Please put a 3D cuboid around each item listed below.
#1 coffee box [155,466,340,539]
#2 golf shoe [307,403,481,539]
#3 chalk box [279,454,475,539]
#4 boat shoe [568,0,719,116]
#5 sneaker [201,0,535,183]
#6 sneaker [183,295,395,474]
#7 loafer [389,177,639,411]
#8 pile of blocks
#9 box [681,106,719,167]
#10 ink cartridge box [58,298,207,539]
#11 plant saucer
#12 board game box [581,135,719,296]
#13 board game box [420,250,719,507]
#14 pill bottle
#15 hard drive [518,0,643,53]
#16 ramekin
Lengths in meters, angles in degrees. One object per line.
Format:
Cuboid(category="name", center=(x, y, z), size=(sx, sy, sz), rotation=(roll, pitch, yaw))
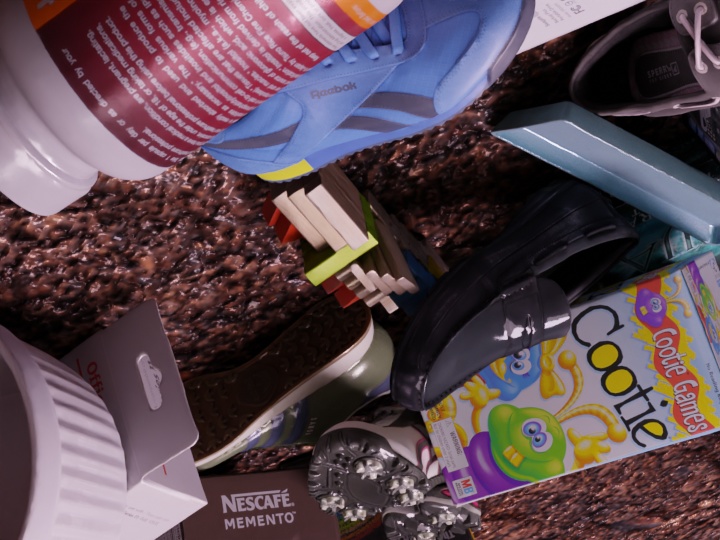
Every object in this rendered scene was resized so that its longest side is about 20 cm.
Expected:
Cuboid(category="coffee box", center=(-0.105, 0.204, 0.989), size=(0.114, 0.080, 0.200), rotation=(-1, 160, -29))
Cuboid(category="golf shoe", center=(0.018, 0.126, 0.946), size=(0.077, 0.089, 0.200), rotation=(-16, 154, 18))
Cuboid(category="chalk box", center=(0.028, 0.241, 1.060), size=(0.124, 0.201, 0.124), rotation=(-17, 144, -7))
Cuboid(category="boat shoe", center=(0.171, -0.113, 0.738), size=(0.057, 0.067, 0.200), rotation=(-18, 180, -14))
Cuboid(category="sneaker", center=(-0.010, -0.102, 0.683), size=(0.199, 0.066, 0.078), rotation=(-21, 149, 34))
Cuboid(category="sneaker", center=(-0.060, 0.100, 0.945), size=(0.200, 0.067, 0.090), rotation=(-32, 138, 7))
Cuboid(category="loafer", center=(0.095, 0.017, 0.838), size=(0.200, 0.070, 0.068), rotation=(-41, 150, -30))
Cuboid(category="pile of blocks", center=(0.000, 0.000, 0.841), size=(0.062, 0.082, 0.200), rotation=(-34, 143, 14))
Cuboid(category="box", center=(0.248, -0.078, 0.778), size=(0.050, 0.201, 0.158), rotation=(-27, 145, -2))
Cuboid(category="ink cartridge box", center=(-0.172, 0.121, 0.868), size=(0.199, 0.118, 0.067), rotation=(-35, 144, 16))
Cuboid(category="plant saucer", center=(0.177, -0.058, 0.861), size=(0.199, 0.019, 0.070), rotation=(24, 167, -29))
Cuboid(category="board game box", center=(0.232, -0.041, 0.964), size=(0.199, 0.028, 0.135), rotation=(-26, 144, 5))
Cuboid(category="board game box", center=(0.149, 0.072, 0.927), size=(0.199, 0.104, 0.105), rotation=(-21, 178, 25))
Cuboid(category="pill bottle", center=(-0.087, -0.114, 0.623), size=(0.199, 0.113, 0.113), rotation=(-34, 143, 13))
Cuboid(category="hard drive", center=(0.120, -0.169, 0.678), size=(0.199, 0.027, 0.132), rotation=(-19, 156, 30))
Cuboid(category="ramekin", center=(-0.227, 0.128, 0.788), size=(0.200, 0.201, 0.105), rotation=(-35, 152, 15))
